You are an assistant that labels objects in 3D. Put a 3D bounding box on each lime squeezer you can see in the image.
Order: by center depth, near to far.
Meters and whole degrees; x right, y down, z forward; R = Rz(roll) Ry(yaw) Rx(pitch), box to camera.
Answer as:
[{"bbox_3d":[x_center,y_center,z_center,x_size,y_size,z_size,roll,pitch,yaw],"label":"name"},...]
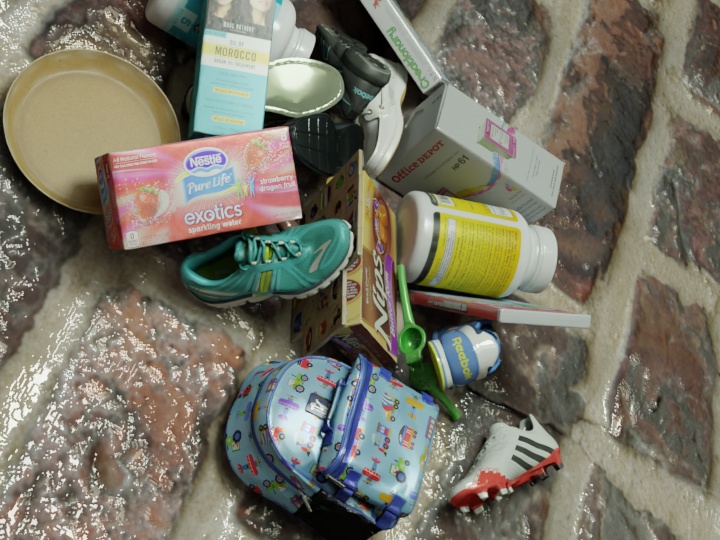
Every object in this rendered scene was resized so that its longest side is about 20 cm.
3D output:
[{"bbox_3d":[0.075,0.094,1.403,0.070,0.037,0.203,-31,102,-49],"label":"lime squeezer"}]

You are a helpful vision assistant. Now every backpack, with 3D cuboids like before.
[{"bbox_3d":[-0.036,0.174,1.263,0.198,0.134,0.184,34,50,-12],"label":"backpack"}]

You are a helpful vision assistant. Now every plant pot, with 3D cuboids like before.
[{"bbox_3d":[-0.296,-0.150,1.308,0.197,0.027,0.204,11,63,-23],"label":"plant pot"}]

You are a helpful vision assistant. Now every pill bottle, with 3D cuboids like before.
[{"bbox_3d":[-0.155,-0.308,1.448,0.198,0.111,0.112,27,53,-20],"label":"pill bottle"},{"bbox_3d":[0.142,-0.028,1.489,0.196,0.113,0.114,10,60,-19],"label":"pill bottle"}]

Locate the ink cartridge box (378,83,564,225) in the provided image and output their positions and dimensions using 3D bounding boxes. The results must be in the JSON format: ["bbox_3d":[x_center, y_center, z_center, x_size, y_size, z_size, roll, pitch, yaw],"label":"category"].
[{"bbox_3d":[0.142,-0.131,1.540,0.198,0.144,0.086,32,53,-17],"label":"ink cartridge box"}]

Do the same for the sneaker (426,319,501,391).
[{"bbox_3d":[0.128,0.097,1.390,0.200,0.081,0.075,-28,96,-83],"label":"sneaker"}]

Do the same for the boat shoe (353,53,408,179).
[{"bbox_3d":[0.015,-0.204,1.544,0.069,0.071,0.202,26,45,-21],"label":"boat shoe"}]

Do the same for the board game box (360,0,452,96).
[{"bbox_3d":[0.051,-0.328,1.611,0.202,0.034,0.126,56,12,3],"label":"board game box"}]

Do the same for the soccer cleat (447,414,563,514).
[{"bbox_3d":[0.165,0.230,1.423,0.198,0.069,0.086,-13,65,-42],"label":"soccer cleat"}]

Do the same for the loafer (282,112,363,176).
[{"bbox_3d":[-0.060,-0.147,1.411,0.200,0.071,0.074,0,91,-71],"label":"loafer"}]

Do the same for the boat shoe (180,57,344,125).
[{"bbox_3d":[-0.118,-0.211,1.422,0.198,0.060,0.073,-11,92,-21],"label":"boat shoe"}]

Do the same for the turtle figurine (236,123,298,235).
[{"bbox_3d":[-0.129,-0.100,1.386,0.199,0.064,0.163,-26,82,-41],"label":"turtle figurine"}]

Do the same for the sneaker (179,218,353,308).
[{"bbox_3d":[-0.101,-0.009,1.275,0.080,0.197,0.079,49,26,-61],"label":"sneaker"}]

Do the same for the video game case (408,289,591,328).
[{"bbox_3d":[0.162,0.046,1.437,0.141,0.199,0.018,5,93,-33],"label":"video game case"}]

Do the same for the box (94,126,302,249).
[{"bbox_3d":[-0.172,-0.088,1.256,0.197,0.094,0.105,-10,95,-22],"label":"box"}]

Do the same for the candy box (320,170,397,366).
[{"bbox_3d":[0.000,0.000,1.394,0.117,0.055,0.203,51,33,-54],"label":"candy box"}]

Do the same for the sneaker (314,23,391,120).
[{"bbox_3d":[-0.026,-0.256,1.509,0.074,0.080,0.200,20,18,-25],"label":"sneaker"}]

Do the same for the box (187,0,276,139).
[{"bbox_3d":[-0.145,-0.247,1.354,0.081,0.049,0.204,7,83,-16],"label":"box"}]

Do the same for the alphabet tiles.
[{"bbox_3d":[-0.039,-0.011,1.334,0.007,0.167,0.203,14,58,-24],"label":"alphabet tiles"}]
